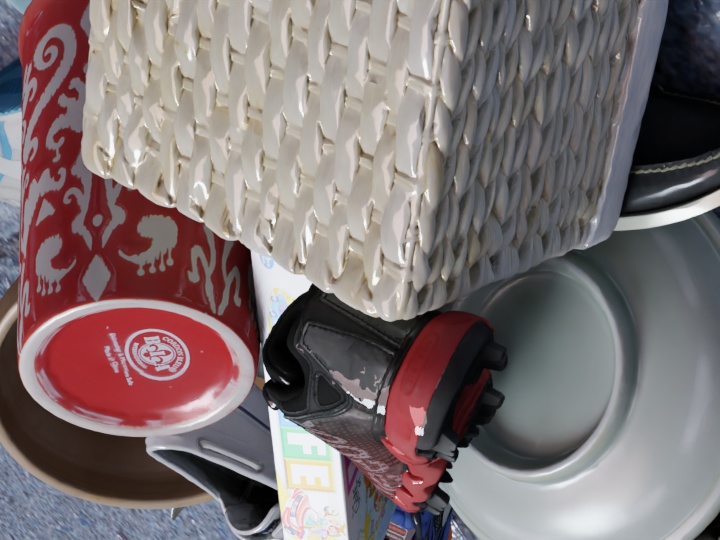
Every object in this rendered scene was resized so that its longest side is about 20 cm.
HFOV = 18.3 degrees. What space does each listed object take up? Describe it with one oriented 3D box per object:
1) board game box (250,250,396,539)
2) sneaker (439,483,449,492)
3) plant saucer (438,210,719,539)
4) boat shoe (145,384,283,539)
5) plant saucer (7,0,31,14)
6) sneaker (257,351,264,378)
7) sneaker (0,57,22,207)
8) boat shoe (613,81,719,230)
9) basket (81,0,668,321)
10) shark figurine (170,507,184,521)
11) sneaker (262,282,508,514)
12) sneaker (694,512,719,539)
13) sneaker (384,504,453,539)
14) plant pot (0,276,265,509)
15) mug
[{"bbox_3d":[-0.010,0.042,1.070,0.034,0.135,0.201,3,119,14],"label":"board game box"},{"bbox_3d":[0.105,0.095,1.198,0.071,0.099,0.200,36,180,24],"label":"sneaker"},{"bbox_3d":[0.092,0.044,1.043,0.200,0.050,0.201,-5,82,39],"label":"plant saucer"},{"bbox_3d":[-0.054,0.123,1.268,0.073,0.066,0.200,-12,141,41],"label":"boat shoe"},{"bbox_3d":[-0.156,-0.201,1.131,0.201,0.039,0.201,32,148,24],"label":"plant saucer"},{"bbox_3d":[0.000,0.000,1.183,0.200,0.074,0.080,-28,130,35],"label":"sneaker"},{"bbox_3d":[-0.190,-0.088,1.363,0.081,0.077,0.200,46,159,-14],"label":"sneaker"},{"bbox_3d":[0.099,-0.064,0.999,0.200,0.072,0.068,12,140,49],"label":"boat shoe"},{"bbox_3d":[0.004,-0.110,0.918,0.198,0.161,0.201,26,123,31],"label":"basket"},{"bbox_3d":[-0.074,0.118,1.407,0.214,0.089,0.128,6,129,56],"label":"shark figurine"},{"bbox_3d":[0.008,0.050,0.961,0.098,0.071,0.200,26,167,9],"label":"sneaker"},{"bbox_3d":[0.160,0.103,1.103,0.075,0.090,0.200,46,151,2],"label":"sneaker"},{"bbox_3d":[0.026,0.107,1.217,0.075,0.078,0.201,13,106,16],"label":"sneaker"},{"bbox_3d":[-0.120,0.037,1.306,0.093,0.200,0.201,-102,-3,-50],"label":"plant pot"},{"bbox_3d":[-0.086,-0.024,1.067,0.133,0.200,0.177,-30,133,31],"label":"mug"}]
